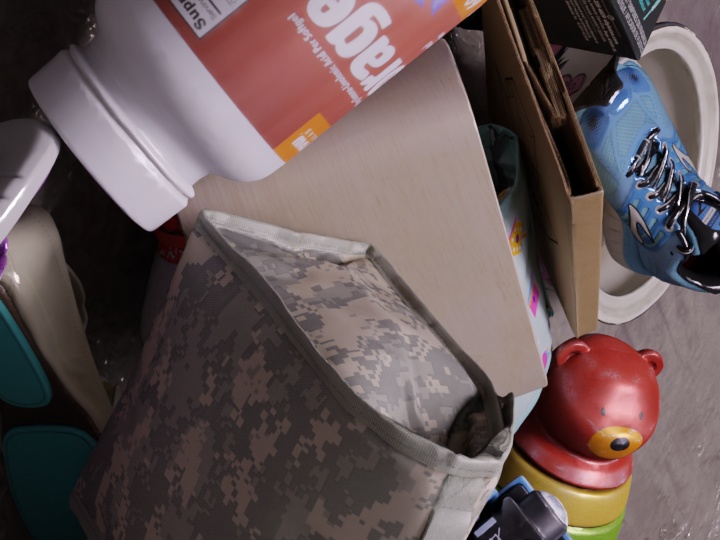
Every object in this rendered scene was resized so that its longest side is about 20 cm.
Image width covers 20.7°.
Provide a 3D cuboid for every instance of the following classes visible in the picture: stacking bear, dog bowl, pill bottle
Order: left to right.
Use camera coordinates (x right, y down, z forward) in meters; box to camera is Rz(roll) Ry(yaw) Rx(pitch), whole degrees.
[{"bbox_3d":[-0.040,-0.111,0.848,0.200,0.112,0.112,-39,142,3],"label":"pill bottle"},{"bbox_3d":[0.124,0.129,1.243,0.121,0.114,0.201,12,121,-18],"label":"stacking bear"},{"bbox_3d":[0.159,-0.070,1.303,0.200,0.074,0.201,-27,125,-47],"label":"dog bowl"}]

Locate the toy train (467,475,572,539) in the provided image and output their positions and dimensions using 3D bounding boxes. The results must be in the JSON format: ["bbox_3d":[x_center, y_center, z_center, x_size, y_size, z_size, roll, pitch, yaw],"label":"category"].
[{"bbox_3d":[0.043,0.203,1.156,0.200,0.087,0.114,-40,158,1],"label":"toy train"}]

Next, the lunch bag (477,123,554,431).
[{"bbox_3d":[0.032,0.031,1.117,0.200,0.122,0.171,-42,134,-32],"label":"lunch bag"}]

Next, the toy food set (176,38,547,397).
[{"bbox_3d":[0.000,0.000,0.954,0.143,0.060,0.201,-19,123,0],"label":"toy food set"}]

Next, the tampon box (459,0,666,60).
[{"bbox_3d":[0.125,-0.250,1.130,0.201,0.126,0.150,-63,146,-17],"label":"tampon box"}]

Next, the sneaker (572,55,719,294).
[{"bbox_3d":[0.184,-0.053,1.186,0.078,0.090,0.200,-49,141,-9],"label":"sneaker"}]

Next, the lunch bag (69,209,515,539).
[{"bbox_3d":[-0.020,0.095,0.837,0.117,0.200,0.165,12,114,-36],"label":"lunch bag"}]

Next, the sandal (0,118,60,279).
[{"bbox_3d":[-0.191,0.021,0.823,0.203,0.082,0.050,-52,129,-11],"label":"sandal"}]

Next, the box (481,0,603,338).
[{"bbox_3d":[0.102,-0.070,1.117,0.200,0.021,0.164,77,-4,-67],"label":"box"}]

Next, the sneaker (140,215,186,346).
[{"bbox_3d":[-0.079,-0.060,0.973,0.108,0.067,0.202,37,80,-40],"label":"sneaker"}]

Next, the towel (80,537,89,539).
[{"bbox_3d":[-0.118,0.209,0.968,0.144,0.022,0.201,-13,120,-54],"label":"towel"}]

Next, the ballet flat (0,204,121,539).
[{"bbox_3d":[-0.141,0.054,0.928,0.069,0.069,0.201,-45,137,-36],"label":"ballet flat"}]
